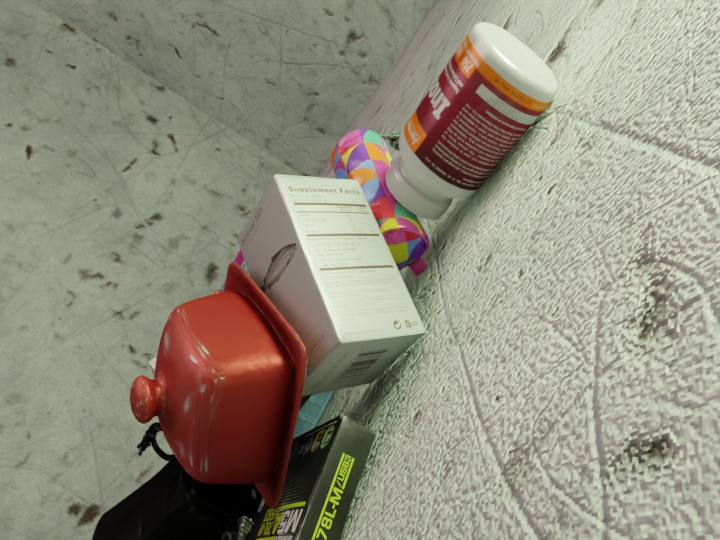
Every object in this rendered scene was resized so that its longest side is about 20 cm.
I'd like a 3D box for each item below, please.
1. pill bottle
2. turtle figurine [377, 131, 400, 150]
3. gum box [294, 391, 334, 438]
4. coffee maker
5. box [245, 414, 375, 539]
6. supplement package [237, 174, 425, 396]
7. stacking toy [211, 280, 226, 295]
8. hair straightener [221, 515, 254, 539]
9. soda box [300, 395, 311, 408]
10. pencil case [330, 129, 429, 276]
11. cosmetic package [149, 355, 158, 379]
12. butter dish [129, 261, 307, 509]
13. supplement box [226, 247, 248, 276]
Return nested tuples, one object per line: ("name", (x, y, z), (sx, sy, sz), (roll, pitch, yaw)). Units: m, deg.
("pill bottle", (0.113, -0.156, 0.715), (0.201, 0.112, 0.114), (-52, 13, 34))
("turtle figurine", (0.103, -0.191, 0.890), (0.149, 0.101, 0.200), (-22, 22, 49))
("gum box", (-0.096, 0.200, 0.923), (0.202, 0.044, 0.170), (-60, 11, -4))
("coffee maker", (-0.235, 0.295, 0.778), (0.199, 0.193, 0.135), (-39, 7, 16))
("box", (-0.070, 0.258, 0.647), (0.200, 0.047, 0.195), (-43, 19, 58))
("supplement package", (-0.038, 0.013, 0.698), (0.117, 0.116, 0.203), (-50, 54, 42))
("stacking toy", (-0.251, 0.118, 1.041), (0.199, 0.110, 0.117), (-36, 22, 13))
("hair straightener", (-0.112, 0.277, 0.608), (0.200, 0.040, 0.078), (-53, 14, 57))
("soda box", (-0.130, 0.181, 0.833), (0.201, 0.067, 0.064), (-52, 14, 30))
("pencil case", (0.021, -0.086, 0.804), (0.089, 0.087, 0.202), (-51, 42, 36))
("cosmetic package", (-0.182, 0.123, 0.897), (0.199, 0.071, 0.103), (-35, -37, -30))
("butter dish", (-0.157, 0.119, 0.649), (0.200, 0.145, 0.203), (41, 126, 46))
("supplement box", (-0.112, 0.000, 1.099), (0.104, 0.198, 0.102), (-54, 12, 22))
